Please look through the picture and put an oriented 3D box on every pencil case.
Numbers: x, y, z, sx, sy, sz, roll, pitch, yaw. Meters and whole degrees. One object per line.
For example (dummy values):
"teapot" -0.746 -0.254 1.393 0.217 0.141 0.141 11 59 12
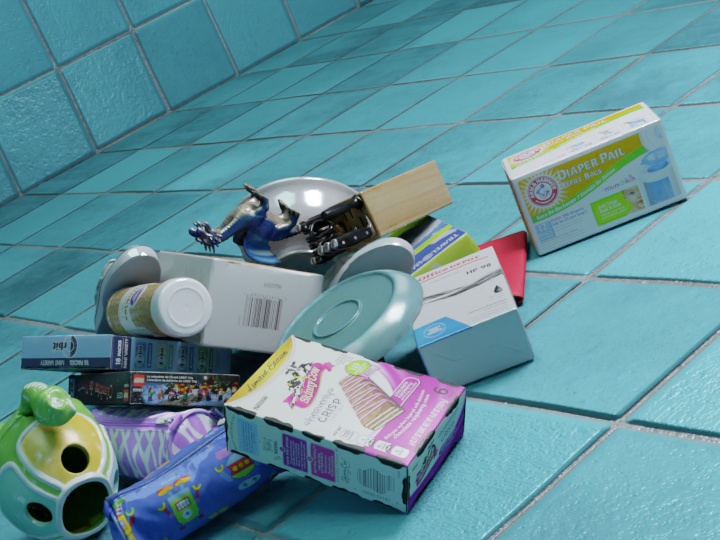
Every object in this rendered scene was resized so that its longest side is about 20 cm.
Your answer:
"pencil case" -0.239 0.193 1.506 0.200 0.085 0.084 -7 51 45
"pencil case" -0.166 0.214 1.349 0.200 0.087 0.078 -32 25 -15

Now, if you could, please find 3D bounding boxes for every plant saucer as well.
"plant saucer" -0.021 0.062 1.502 0.200 0.027 0.200 -29 24 14

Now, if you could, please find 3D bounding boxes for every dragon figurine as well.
"dragon figurine" -0.127 -0.045 1.716 0.059 0.200 0.100 36 100 52

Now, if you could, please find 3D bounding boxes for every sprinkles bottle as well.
"sprinkles bottle" -0.244 0.048 1.600 0.068 0.068 0.200 -33 12 -26

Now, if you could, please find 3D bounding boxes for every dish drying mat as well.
"dish drying mat" 0.169 0.003 1.647 0.077 0.018 0.200 -20 18 16

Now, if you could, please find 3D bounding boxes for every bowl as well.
"bowl" -0.077 -0.030 1.825 0.200 0.201 0.091 -17 51 17

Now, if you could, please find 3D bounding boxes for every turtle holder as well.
"turtle holder" -0.320 0.205 1.439 0.141 0.186 0.132 10 18 -44

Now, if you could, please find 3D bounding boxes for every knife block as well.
"knife block" 0.019 -0.073 1.683 0.199 0.064 0.176 -25 2 1

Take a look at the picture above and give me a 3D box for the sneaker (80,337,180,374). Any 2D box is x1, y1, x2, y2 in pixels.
"sneaker" -0.296 0.107 1.837 0.199 0.076 0.092 -25 14 -7

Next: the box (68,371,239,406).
"box" -0.248 0.142 1.582 0.136 0.038 0.200 6 -8 -32

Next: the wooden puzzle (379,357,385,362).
"wooden puzzle" -0.057 0.139 1.499 0.185 0.046 0.200 -23 18 1

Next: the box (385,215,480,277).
"box" 0.074 -0.009 1.713 0.122 0.048 0.200 -38 20 -7

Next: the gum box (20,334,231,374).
"gum box" -0.289 0.108 1.658 0.169 0.045 0.200 -3 -7 39

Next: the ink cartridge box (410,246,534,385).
"ink cartridge box" 0.114 0.044 1.488 0.115 0.067 0.200 -22 25 6

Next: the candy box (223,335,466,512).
"candy box" -0.014 0.144 1.295 0.199 0.061 0.136 14 35 23

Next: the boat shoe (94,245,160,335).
"boat shoe" -0.314 0.016 1.735 0.073 0.066 0.200 0 -33 -30

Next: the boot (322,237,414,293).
"boot" 0.000 0.000 1.654 0.200 0.073 0.096 -42 24 37

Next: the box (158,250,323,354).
"box" -0.161 0.041 1.679 0.152 0.107 0.200 8 0 -29

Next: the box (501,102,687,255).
"box" 0.291 -0.117 1.681 0.199 0.113 0.101 -22 18 7
